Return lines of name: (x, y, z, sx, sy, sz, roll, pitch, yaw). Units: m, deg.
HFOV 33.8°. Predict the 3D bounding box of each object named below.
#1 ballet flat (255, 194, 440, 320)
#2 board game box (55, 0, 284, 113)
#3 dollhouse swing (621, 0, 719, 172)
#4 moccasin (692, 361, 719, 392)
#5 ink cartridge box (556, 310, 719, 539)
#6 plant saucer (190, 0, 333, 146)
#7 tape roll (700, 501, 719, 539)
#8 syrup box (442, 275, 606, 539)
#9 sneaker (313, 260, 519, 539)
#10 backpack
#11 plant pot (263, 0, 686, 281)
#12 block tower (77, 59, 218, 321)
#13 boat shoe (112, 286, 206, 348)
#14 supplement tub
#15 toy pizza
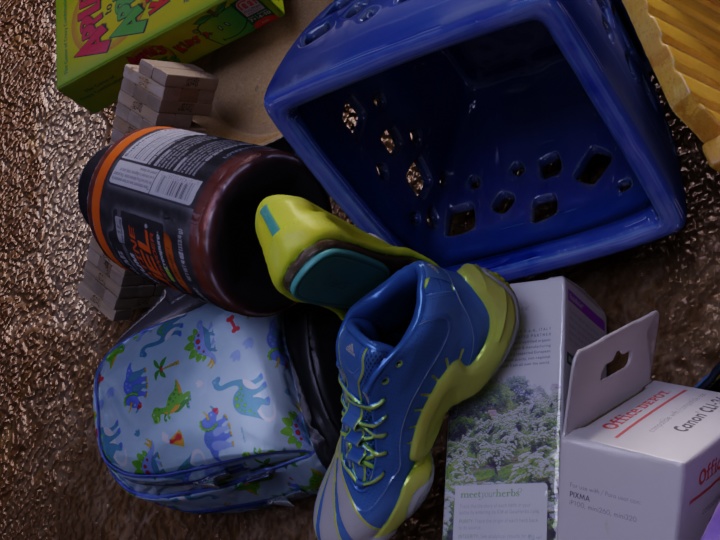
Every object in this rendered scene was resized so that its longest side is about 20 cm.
ballet flat: (0.000, 0.000, 0.729, 0.067, 0.199, 0.067, -47, 58, 9)
board game box: (-0.159, -0.218, 0.965, 0.198, 0.047, 0.103, -21, 61, 24)
dollhouse swing: (0.278, -0.171, 0.696, 0.175, 0.180, 0.202, -39, 52, 36)
moccasin: (0.262, 0.047, 0.669, 0.200, 0.068, 0.081, -46, 54, 8)
ink cartridge box: (0.156, 0.133, 0.621, 0.067, 0.116, 0.204, 9, 105, 34)
plant saucer: (-0.070, -0.181, 0.945, 0.198, 0.035, 0.203, -13, 65, 28)
tape roll: (0.218, 0.172, 0.564, 0.084, 0.200, 0.202, 21, 82, 36)
syrup box: (0.103, 0.112, 0.732, 0.078, 0.081, 0.203, -8, 66, 31)
sneaker: (0.007, 0.076, 0.701, 0.076, 0.104, 0.202, 38, 100, 48)
backpack: (-0.090, 0.093, 0.836, 0.198, 0.153, 0.166, -24, 66, 35)
plant pot: (0.083, -0.126, 0.761, 0.198, 0.200, 0.182, -17, 42, 30)
block tower: (-0.168, -0.064, 0.932, 0.054, 0.057, 0.203, 32, 113, 37)
boat shoe: (-0.112, 0.019, 0.911, 0.198, 0.073, 0.063, -32, 54, 12)
supplement tub: (-0.115, -0.039, 0.801, 0.199, 0.106, 0.108, 16, 79, 48)
toy pizza: (-0.104, -0.106, 0.979, 0.198, 0.032, 0.203, -12, 66, 28)
